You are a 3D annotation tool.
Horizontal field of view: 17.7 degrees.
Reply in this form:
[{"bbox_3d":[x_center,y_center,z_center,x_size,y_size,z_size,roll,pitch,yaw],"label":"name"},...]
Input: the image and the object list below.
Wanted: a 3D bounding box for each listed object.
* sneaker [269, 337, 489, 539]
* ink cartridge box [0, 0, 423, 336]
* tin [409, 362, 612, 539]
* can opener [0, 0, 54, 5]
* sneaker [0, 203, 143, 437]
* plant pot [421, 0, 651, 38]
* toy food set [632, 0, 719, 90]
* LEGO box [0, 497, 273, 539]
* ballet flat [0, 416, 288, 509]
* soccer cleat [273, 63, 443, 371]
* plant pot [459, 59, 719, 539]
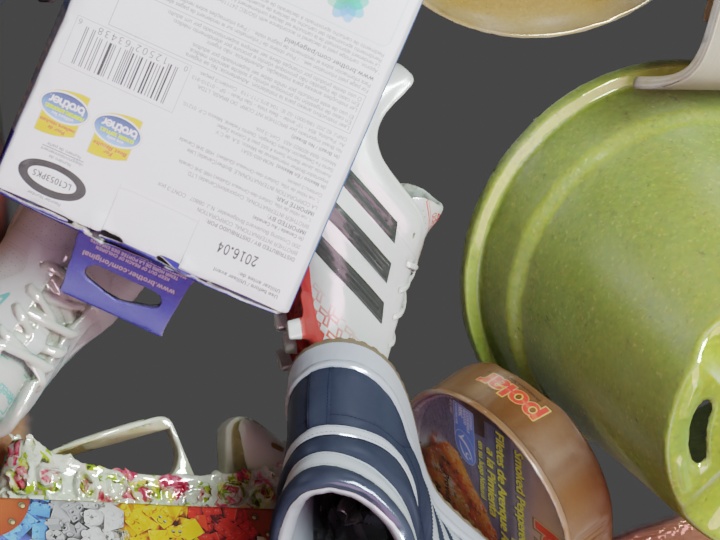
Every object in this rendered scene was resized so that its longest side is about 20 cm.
[{"bbox_3d":[0.015,0.138,1.021,0.070,0.109,0.201,-17,120,15],"label":"sneaker"},{"bbox_3d":[-0.066,-0.072,0.963,0.136,0.076,0.201,24,93,-5],"label":"ink cartridge box"},{"bbox_3d":[0.072,0.131,1.102,0.042,0.112,0.201,-29,136,-26],"label":"tin"},{"bbox_3d":[-0.122,-0.184,0.942,0.078,0.063,0.200,33,101,-26],"label":"can opener"},{"bbox_3d":[-0.150,0.030,1.021,0.200,0.080,0.070,-44,116,4],"label":"sneaker"},{"bbox_3d":[0.082,-0.202,1.015,0.198,0.028,0.202,-6,116,-13],"label":"plant pot"},{"bbox_3d":[0.198,-0.173,1.033,0.143,0.060,0.202,-2,112,-42],"label":"toy food set"},{"bbox_3d":[-0.119,0.197,1.064,0.148,0.078,0.201,5,136,-19],"label":"LEGO box"},{"bbox_3d":[-0.077,0.100,1.084,0.198,0.076,0.065,-1,80,-22],"label":"ballet flat"},{"bbox_3d":[0.000,0.000,1.056,0.084,0.069,0.202,-12,109,-9],"label":"soccer cleat"},{"bbox_3d":[0.165,0.029,1.055,0.198,0.184,0.202,-6,115,-13],"label":"plant pot"}]
